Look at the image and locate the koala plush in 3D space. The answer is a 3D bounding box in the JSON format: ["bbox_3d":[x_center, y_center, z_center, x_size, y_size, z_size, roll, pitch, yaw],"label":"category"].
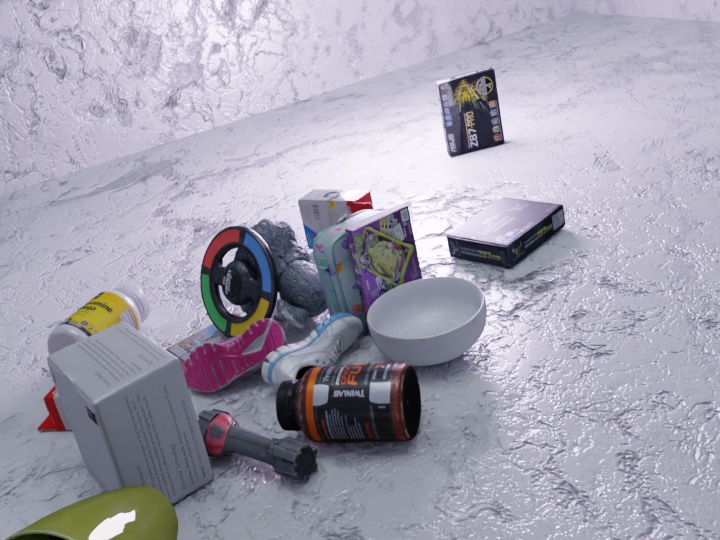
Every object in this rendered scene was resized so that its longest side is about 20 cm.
[{"bbox_3d":[-0.128,0.019,1.523,0.176,0.186,0.199,-34,49,-22],"label":"koala plush"}]

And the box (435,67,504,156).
[{"bbox_3d":[0.294,-0.424,2.189,0.157,0.205,0.049,-12,23,0],"label":"box"}]

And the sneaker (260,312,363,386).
[{"bbox_3d":[-0.061,0.144,1.335,0.198,0.076,0.086,-32,43,-30],"label":"sneaker"}]

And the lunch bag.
[{"bbox_3d":[0.000,0.000,1.430,0.158,0.204,0.077,-27,25,-26],"label":"lunch bag"}]

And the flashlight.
[{"bbox_3d":[-0.149,0.248,1.152,0.196,0.070,0.067,9,28,32],"label":"flashlight"}]

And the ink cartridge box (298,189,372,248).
[{"bbox_3d":[-0.032,-0.108,1.765,0.196,0.119,0.067,6,29,35],"label":"ink cartridge box"}]

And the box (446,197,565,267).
[{"bbox_3d":[0.291,-0.080,1.633,0.198,0.052,0.156,-32,29,-34],"label":"box"}]

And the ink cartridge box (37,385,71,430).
[{"bbox_3d":[-0.451,0.207,1.388,0.195,0.069,0.117,-7,25,15],"label":"ink cartridge box"}]

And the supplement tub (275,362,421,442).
[{"bbox_3d":[-0.019,0.188,1.151,0.195,0.109,0.107,-5,25,18],"label":"supplement tub"}]

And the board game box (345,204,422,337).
[{"bbox_3d":[0.048,0.003,1.398,0.118,0.205,0.032,-26,25,-29],"label":"board game box"}]

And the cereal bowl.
[{"bbox_3d":[0.111,0.092,1.317,0.195,0.085,0.201,-11,23,5],"label":"cereal bowl"}]

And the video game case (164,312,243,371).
[{"bbox_3d":[-0.278,0.144,1.495,0.198,0.018,0.142,-29,28,-30],"label":"video game case"}]

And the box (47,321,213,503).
[{"bbox_3d":[-0.327,0.209,1.156,0.129,0.205,0.197,-25,27,-31],"label":"box"}]

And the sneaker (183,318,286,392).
[{"bbox_3d":[-0.204,0.149,1.381,0.196,0.083,0.088,-22,-13,12],"label":"sneaker"}]

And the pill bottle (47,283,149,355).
[{"bbox_3d":[-0.493,0.110,1.564,0.110,0.115,0.200,-2,26,24],"label":"pill bottle"}]

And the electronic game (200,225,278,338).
[{"bbox_3d":[-0.222,0.022,1.473,0.196,0.206,0.041,7,7,39],"label":"electronic game"}]

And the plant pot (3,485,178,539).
[{"bbox_3d":[-0.291,0.335,0.928,0.182,0.192,0.200,-6,10,15],"label":"plant pot"}]
